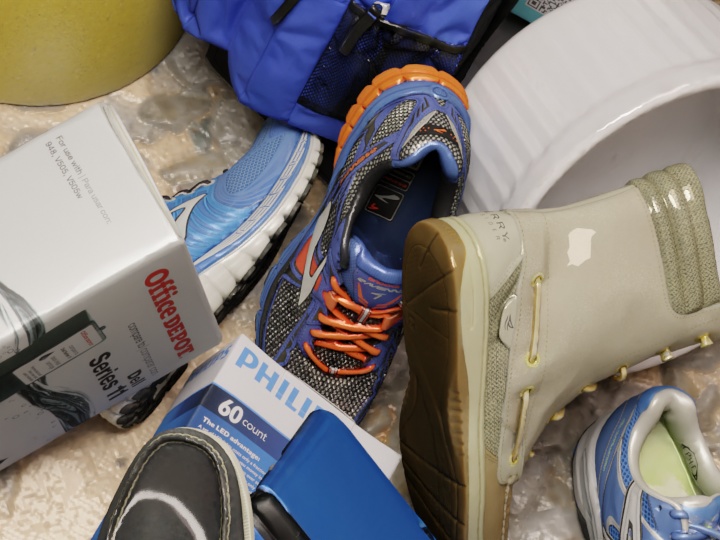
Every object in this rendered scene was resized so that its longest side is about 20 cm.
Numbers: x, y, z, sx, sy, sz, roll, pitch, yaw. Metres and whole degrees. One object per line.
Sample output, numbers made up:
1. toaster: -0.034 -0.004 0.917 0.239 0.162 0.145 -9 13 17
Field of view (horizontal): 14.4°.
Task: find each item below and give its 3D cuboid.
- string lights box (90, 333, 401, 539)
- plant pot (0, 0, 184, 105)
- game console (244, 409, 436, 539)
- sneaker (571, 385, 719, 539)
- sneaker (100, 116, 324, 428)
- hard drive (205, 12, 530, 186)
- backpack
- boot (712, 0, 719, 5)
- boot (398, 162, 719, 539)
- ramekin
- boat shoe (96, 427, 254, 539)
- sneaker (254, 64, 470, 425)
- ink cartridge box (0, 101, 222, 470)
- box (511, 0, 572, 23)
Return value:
1. string lights box: -0.071 0.140 1.329 0.103 0.059 0.200 38 55 -11
2. plant pot: -0.167 -0.208 1.475 0.200 0.142 0.200 8 57 -13
3. game console: -0.013 0.192 1.297 0.171 0.118 0.200 -39 96 -7
4. sneaker: 0.151 0.149 1.394 0.076 0.077 0.200 -3 62 -21
5. sneaker: -0.091 -0.018 1.422 0.089 0.079 0.200 37 56 4
6. hard drive: 0.034 -0.123 1.551 0.140 0.033 0.200 45 58 12
7. backpack: 0.008 -0.179 1.410 0.168 0.200 0.163 19 46 -19
8. boot: 0.248 -0.175 1.612 0.072 0.200 0.166 14 16 26
9. boot: 0.098 0.051 1.371 0.154 0.200 0.072 -15 33 -23
10. ramekin: 0.135 -0.049 1.440 0.200 0.201 0.098 -13 47 -24
11. boat shoe: -0.089 0.161 1.190 0.072 0.068 0.200 12 77 6
12. sneaker: 0.000 0.000 1.382 0.075 0.200 0.078 13 20 -12
13. ink cartridge box: -0.172 0.027 1.291 0.200 0.147 0.083 -30 70 -6
14. box: 0.151 -0.199 1.596 0.082 0.049 0.200 29 44 -4
